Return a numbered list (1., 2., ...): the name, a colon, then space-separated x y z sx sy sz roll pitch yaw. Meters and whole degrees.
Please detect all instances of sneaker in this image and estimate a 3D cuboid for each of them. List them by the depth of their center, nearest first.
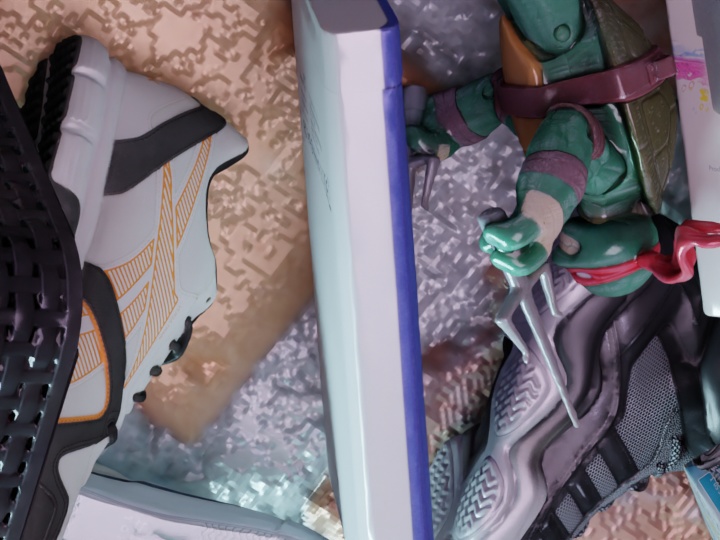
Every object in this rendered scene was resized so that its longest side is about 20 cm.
1. sneaker: -0.088 0.024 0.765 0.080 0.074 0.200 19 76 -25
2. sneaker: -0.070 0.106 0.830 0.200 0.071 0.073 26 93 -12
3. sneaker: 0.094 0.073 0.845 0.114 0.075 0.200 17 103 -13

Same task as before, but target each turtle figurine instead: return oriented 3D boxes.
1. turtle figurine: 0.054 -0.057 0.759 0.101 0.150 0.200 -18 101 -14

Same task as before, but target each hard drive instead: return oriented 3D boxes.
1. hard drive: 0.000 0.000 0.771 0.025 0.132 0.200 -6 111 -5

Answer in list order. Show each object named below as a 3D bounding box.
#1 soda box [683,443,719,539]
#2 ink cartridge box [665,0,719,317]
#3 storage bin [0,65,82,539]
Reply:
1. soda box: 0.165 0.101 0.809 0.064 0.200 0.068 -31 69 1
2. ink cartridge box: 0.160 -0.094 0.774 0.117 0.067 0.200 -32 120 -44
3. storage bin: -0.162 -0.001 0.689 0.094 0.200 0.135 4 124 -26
